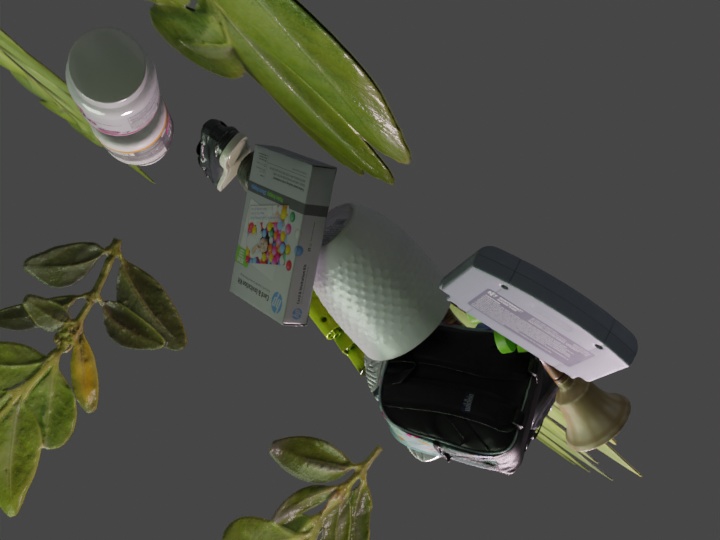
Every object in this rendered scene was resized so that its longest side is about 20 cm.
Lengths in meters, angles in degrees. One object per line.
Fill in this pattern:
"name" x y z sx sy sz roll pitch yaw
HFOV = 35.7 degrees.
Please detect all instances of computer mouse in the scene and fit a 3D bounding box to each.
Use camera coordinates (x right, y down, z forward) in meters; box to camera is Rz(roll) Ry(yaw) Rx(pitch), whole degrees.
"computer mouse" 0.251 0.193 1.639 0.053 0.139 0.200 33 174 17

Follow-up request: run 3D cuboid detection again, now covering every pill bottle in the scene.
"pill bottle" -0.320 -0.244 1.447 0.113 0.114 0.200 35 173 -5
"pill bottle" -0.353 -0.227 1.744 0.116 0.117 0.200 35 175 -1

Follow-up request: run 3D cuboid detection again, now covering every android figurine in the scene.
"android figurine" -0.030 0.088 1.742 0.200 0.041 0.182 53 -175 26

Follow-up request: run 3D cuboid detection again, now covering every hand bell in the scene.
"hand bell" 0.266 0.137 1.505 0.200 0.104 0.104 50 169 -18

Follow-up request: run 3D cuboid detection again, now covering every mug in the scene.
"mug" 0.000 0.000 1.471 0.175 0.148 0.200 49 169 -25

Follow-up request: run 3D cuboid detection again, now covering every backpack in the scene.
"backpack" 0.129 0.163 1.454 0.199 0.178 0.151 11 156 17

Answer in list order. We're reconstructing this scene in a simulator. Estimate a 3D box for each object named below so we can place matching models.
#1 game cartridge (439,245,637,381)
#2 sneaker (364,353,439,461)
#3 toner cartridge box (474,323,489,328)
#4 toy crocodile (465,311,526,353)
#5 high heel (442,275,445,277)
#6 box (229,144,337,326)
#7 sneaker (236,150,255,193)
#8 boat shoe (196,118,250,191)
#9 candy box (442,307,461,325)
"game cartridge" 0.190 0.047 1.189 0.200 0.041 0.133 32 162 -6
"sneaker" 0.082 0.163 1.599 0.200 0.079 0.130 57 -158 3
"toner cartridge box" 0.234 0.131 1.697 0.095 0.043 0.200 32 173 24
"toy crocodile" 0.176 0.046 1.321 0.067 0.062 0.200 -16 143 27
"high heel" 0.041 -0.018 1.610 0.071 0.142 0.201 75 176 -62
"box" -0.101 -0.048 1.417 0.041 0.201 0.156 3 -167 -33
"sneaker" -0.089 -0.085 1.605 0.114 0.076 0.200 38 172 40
"boat shoe" -0.203 -0.168 1.595 0.066 0.075 0.199 37 173 0
"candy box" 0.152 0.125 1.697 0.117 0.056 0.200 54 -179 -2
